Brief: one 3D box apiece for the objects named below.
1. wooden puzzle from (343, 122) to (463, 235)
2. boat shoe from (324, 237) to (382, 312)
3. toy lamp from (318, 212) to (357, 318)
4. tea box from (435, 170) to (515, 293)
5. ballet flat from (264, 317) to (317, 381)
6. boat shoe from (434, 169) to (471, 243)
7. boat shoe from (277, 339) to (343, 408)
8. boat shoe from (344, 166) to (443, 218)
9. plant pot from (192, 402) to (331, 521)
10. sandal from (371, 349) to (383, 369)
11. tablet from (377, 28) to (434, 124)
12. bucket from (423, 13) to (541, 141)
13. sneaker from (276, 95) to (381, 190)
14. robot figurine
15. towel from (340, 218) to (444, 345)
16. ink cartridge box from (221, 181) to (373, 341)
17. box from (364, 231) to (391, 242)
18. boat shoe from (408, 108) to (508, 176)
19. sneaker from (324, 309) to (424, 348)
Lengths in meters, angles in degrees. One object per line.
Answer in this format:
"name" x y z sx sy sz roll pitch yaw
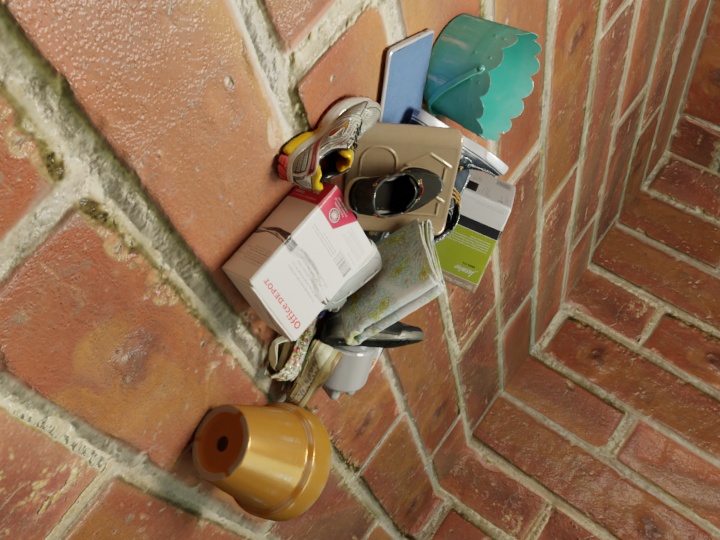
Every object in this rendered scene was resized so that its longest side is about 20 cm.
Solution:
"wooden puzzle" 0.066 -0.157 1.238 0.047 0.183 0.201 -93 -173 -51
"boat shoe" -0.044 0.033 1.205 0.200 0.070 0.072 -39 129 -4
"toy lamp" -0.055 -0.009 1.269 0.058 0.058 0.202 -23 138 -52
"tea box" 0.228 -0.092 1.555 0.200 0.133 0.198 -53 165 -65
"ballet flat" -0.120 0.111 1.270 0.064 0.075 0.202 -6 121 -41
"boat shoe" 0.163 -0.128 1.369 0.201 0.091 0.071 -51 125 -13
"boat shoe" -0.101 0.197 1.365 0.200 0.062 0.073 -53 -178 37
"boat shoe" 0.066 -0.118 1.136 0.200 0.063 0.074 -14 112 -45
"plant pot" -0.181 0.312 1.259 0.201 0.200 0.183 -57 139 -3
"sandal" 0.029 0.135 1.561 0.059 0.079 0.208 0 116 -59
"tablet" 0.070 -0.295 1.237 0.130 0.014 0.201 -38 149 -40
"bucket" 0.213 -0.344 1.304 0.207 0.134 0.208 -42 149 -32
"sneaker" -0.031 -0.183 1.090 0.200 0.082 0.078 -47 153 -26
"robot figurine" -0.028 0.156 1.436 0.169 0.113 0.201 -11 129 -39
"towel" 0.046 0.014 1.233 0.199 0.172 0.048 -33 124 21
"ink cartridge box" -0.092 -0.018 1.114 0.200 0.083 0.146 -49 134 -19
"box" 0.103 -0.140 1.432 0.198 0.049 0.201 0 117 -63
"boat shoe" 0.158 -0.198 1.295 0.091 0.199 0.071 -59 -165 13
"sneaker" 0.028 0.083 1.350 0.076 0.197 0.115 140 -47 -61
